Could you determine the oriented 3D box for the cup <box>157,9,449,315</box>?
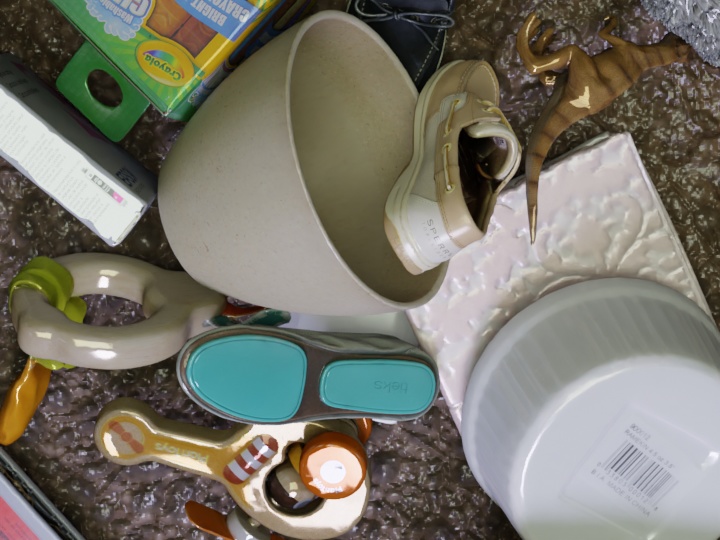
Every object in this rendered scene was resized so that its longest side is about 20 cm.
[{"bbox_3d":[-0.049,-0.053,1.469,0.142,0.200,0.202,-18,99,29],"label":"cup"}]

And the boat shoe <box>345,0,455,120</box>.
[{"bbox_3d":[0.032,-0.188,1.510,0.074,0.062,0.201,19,113,0],"label":"boat shoe"}]

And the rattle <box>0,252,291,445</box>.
[{"bbox_3d":[-0.146,0.065,1.543,0.198,0.130,0.144,1,103,-18],"label":"rattle"}]

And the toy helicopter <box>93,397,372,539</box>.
[{"bbox_3d":[-0.091,0.140,1.552,0.198,0.079,0.133,15,117,-4],"label":"toy helicopter"}]

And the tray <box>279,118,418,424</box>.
[{"bbox_3d":[0.000,0.000,1.568,0.106,0.022,0.202,15,98,-2],"label":"tray"}]

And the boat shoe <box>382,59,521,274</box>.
[{"bbox_3d":[0.074,-0.075,1.475,0.069,0.201,0.074,-17,125,29],"label":"boat shoe"}]

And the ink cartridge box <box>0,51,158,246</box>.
[{"bbox_3d":[-0.220,-0.101,1.463,0.200,0.196,0.043,41,94,-6],"label":"ink cartridge box"}]

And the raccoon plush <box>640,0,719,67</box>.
[{"bbox_3d":[0.235,-0.173,1.450,0.200,0.134,0.097,48,118,25],"label":"raccoon plush"}]

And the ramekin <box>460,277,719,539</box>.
[{"bbox_3d":[0.175,0.116,1.516,0.199,0.098,0.202,-5,117,-10],"label":"ramekin"}]

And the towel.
[{"bbox_3d":[0.135,0.025,1.556,0.199,0.032,0.192,-26,105,1],"label":"towel"}]

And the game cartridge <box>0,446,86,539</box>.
[{"bbox_3d":[-0.271,0.205,1.575,0.133,0.041,0.200,-39,99,19],"label":"game cartridge"}]

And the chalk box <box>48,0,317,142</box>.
[{"bbox_3d":[-0.122,-0.179,1.481,0.125,0.124,0.200,43,95,6],"label":"chalk box"}]

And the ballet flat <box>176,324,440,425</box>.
[{"bbox_3d":[-0.042,0.070,1.506,0.199,0.064,0.068,7,101,-27],"label":"ballet flat"}]

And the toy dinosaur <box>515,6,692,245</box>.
[{"bbox_3d":[0.147,-0.123,1.503,0.200,0.061,0.106,-40,66,-22],"label":"toy dinosaur"}]
